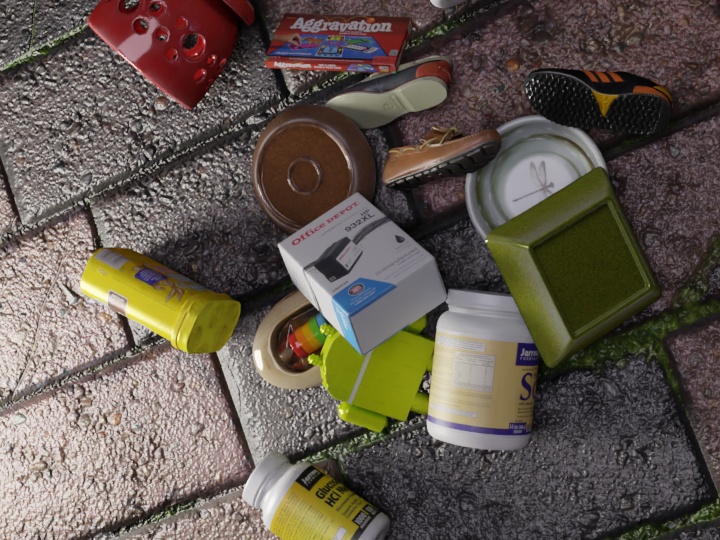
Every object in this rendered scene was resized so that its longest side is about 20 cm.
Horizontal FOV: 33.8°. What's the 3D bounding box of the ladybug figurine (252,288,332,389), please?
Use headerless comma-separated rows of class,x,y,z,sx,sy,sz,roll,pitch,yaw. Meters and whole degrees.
ladybug figurine,-0.063,0.092,1.716,0.199,0.072,0.137,-30,82,15

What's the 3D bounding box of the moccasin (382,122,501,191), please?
moccasin,0.111,-0.166,1.641,0.200,0.073,0.079,-15,72,51

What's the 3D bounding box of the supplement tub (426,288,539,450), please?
supplement tub,0.169,0.131,1.606,0.144,0.145,0.203,7,92,17

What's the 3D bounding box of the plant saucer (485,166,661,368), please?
plant saucer,0.291,-0.004,1.547,0.199,0.048,0.201,-30,99,-14

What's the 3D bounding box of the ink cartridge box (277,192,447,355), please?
ink cartridge box,0.000,0.000,1.619,0.144,0.084,0.200,-33,43,-13

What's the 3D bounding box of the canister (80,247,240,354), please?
canister,-0.296,0.041,1.753,0.198,0.148,0.087,26,97,18

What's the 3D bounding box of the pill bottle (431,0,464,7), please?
pill bottle,0.106,-0.478,1.640,0.112,0.112,0.202,-28,81,15

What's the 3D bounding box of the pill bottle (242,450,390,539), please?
pill bottle,-0.066,0.347,1.694,0.199,0.112,0.113,32,98,15

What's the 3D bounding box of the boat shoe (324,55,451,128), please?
boat shoe,0.040,-0.257,1.693,0.198,0.071,0.063,-12,48,30

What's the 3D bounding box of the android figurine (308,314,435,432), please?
android figurine,0.026,0.133,1.658,0.198,0.041,0.184,18,97,-16

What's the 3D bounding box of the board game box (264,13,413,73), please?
board game box,-0.031,-0.329,1.707,0.198,0.020,0.104,5,52,18

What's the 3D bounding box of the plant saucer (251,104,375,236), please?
plant saucer,-0.075,-0.138,1.724,0.198,0.034,0.203,4,102,19

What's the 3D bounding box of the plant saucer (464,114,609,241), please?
plant saucer,0.245,-0.110,1.634,0.198,0.050,0.203,0,89,17

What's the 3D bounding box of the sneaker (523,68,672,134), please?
sneaker,0.320,-0.236,1.596,0.198,0.090,0.071,13,122,13

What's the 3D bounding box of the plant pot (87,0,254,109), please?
plant pot,-0.268,-0.366,1.726,0.200,0.200,0.183,40,92,14
